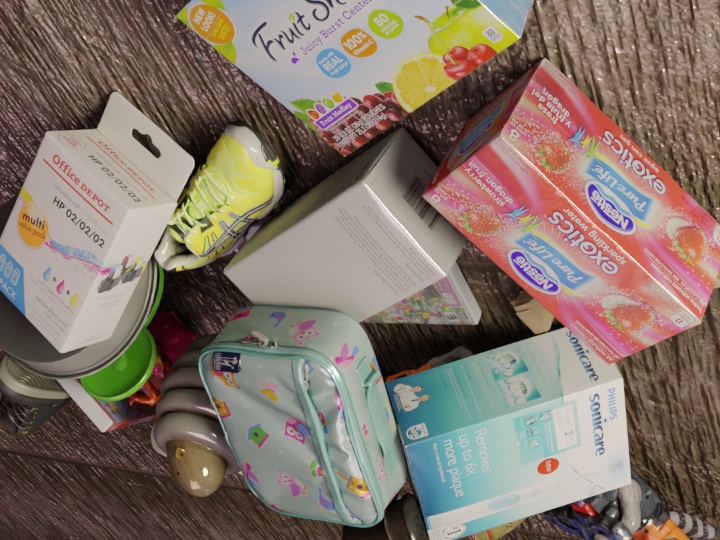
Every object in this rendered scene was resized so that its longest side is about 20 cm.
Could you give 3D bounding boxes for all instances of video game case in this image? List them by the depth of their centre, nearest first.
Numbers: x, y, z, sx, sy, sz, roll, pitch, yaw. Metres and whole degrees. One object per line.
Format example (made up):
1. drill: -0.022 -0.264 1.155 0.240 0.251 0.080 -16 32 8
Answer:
1. video game case: 0.000 0.000 1.075 0.198 0.018 0.144 0 139 31
2. video game case: -0.287 0.113 1.257 0.143 0.017 0.200 47 -176 8

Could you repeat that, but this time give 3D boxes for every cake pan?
1. cake pan: -0.292 0.004 1.105 0.198 0.202 0.037 10 177 20

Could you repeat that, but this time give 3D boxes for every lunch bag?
1. lunch bag: -0.046 0.126 0.992 0.159 0.077 0.201 4 125 35

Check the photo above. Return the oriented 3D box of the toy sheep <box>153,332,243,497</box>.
1. toy sheep: -0.134 0.130 1.132 0.137 0.201 0.138 12 144 9

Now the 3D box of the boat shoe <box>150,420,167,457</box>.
1. boat shoe: -0.142 0.190 1.333 0.198 0.076 0.062 -9 162 -7

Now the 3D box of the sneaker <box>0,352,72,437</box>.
1. sneaker: -0.354 0.137 1.217 0.075 0.106 0.200 46 -176 7

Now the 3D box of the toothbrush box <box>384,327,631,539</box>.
1. toothbrush box: 0.136 0.149 1.039 0.198 0.086 0.147 -17 129 -3

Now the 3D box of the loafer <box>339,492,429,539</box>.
1. loafer: 0.021 0.257 1.069 0.071 0.074 0.200 -17 167 -11

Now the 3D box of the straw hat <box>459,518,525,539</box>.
1. straw hat: 0.141 0.258 1.272 0.085 0.202 0.202 -24 139 -7

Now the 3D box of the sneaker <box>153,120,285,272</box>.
1. sneaker: -0.127 -0.054 1.013 0.075 0.076 0.200 45 144 8

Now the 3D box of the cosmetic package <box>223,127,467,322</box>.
1. cosmetic package: -0.011 -0.020 0.969 0.108 0.085 0.199 48 137 -14

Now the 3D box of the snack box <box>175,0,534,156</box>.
1. snack box: -0.006 -0.187 0.785 0.168 0.068 0.199 38 142 -21

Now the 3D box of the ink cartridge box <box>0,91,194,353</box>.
1. ink cartridge box: -0.240 -0.044 1.006 0.115 0.068 0.201 40 115 19

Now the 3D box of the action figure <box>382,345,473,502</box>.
1. action figure: 0.026 0.150 1.133 0.192 0.105 0.201 -6 137 8

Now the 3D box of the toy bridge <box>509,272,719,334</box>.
1. toy bridge: 0.201 0.007 0.956 0.199 0.027 0.067 -19 125 45

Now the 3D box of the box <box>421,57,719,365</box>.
1. box: 0.158 -0.039 0.838 0.200 0.095 0.102 42 142 -11

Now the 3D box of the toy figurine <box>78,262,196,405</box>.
1. toy figurine: -0.230 0.085 1.210 0.149 0.201 0.184 -30 146 2

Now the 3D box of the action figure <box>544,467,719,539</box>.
1. action figure: 0.280 0.257 1.205 0.193 0.105 0.200 41 169 -12
